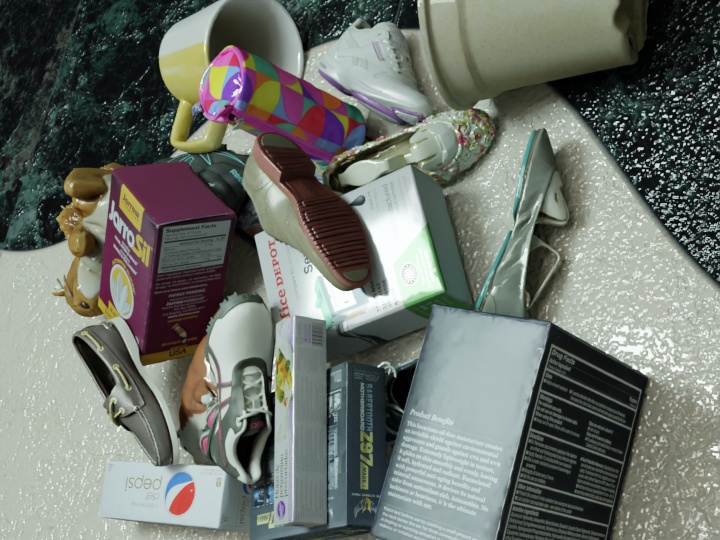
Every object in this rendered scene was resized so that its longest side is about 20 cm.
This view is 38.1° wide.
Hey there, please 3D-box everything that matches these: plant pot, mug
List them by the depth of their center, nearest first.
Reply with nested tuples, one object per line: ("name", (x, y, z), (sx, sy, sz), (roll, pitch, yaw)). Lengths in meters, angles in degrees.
("plant pot", (0.178, -0.262, 1.019), (0.183, 0.200, 0.201), (1, 74, 27))
("mug", (-0.188, -0.256, 1.310), (0.153, 0.150, 0.187), (5, 42, 47))

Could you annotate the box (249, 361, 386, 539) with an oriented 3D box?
("box", (-0.046, 0.192, 1.062), (0.200, 0.051, 0.158), (-30, 54, 52))

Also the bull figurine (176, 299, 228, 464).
("bull figurine", (-0.160, 0.122, 1.192), (0.121, 0.065, 0.201), (-9, 62, 59))

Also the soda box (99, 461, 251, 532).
("soda box", (-0.208, 0.258, 1.196), (0.199, 0.064, 0.068), (-6, 71, 37))

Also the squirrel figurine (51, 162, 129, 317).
("squirrel figurine", (-0.335, -0.038, 1.374), (0.200, 0.141, 0.187), (-121, 47, -64))

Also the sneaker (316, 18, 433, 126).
("sneaker", (0.024, -0.230, 1.179), (0.100, 0.075, 0.200), (-54, 44, 6))

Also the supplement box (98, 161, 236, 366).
("supplement box", (-0.232, -0.009, 1.234), (0.131, 0.103, 0.201), (44, 132, 40))

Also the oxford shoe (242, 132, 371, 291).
("oxford shoe", (-0.056, -0.048, 1.061), (0.200, 0.070, 0.075), (58, 133, 27))

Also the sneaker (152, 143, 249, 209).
("sneaker", (-0.195, -0.119, 1.327), (0.079, 0.076, 0.200), (-45, 34, -20))

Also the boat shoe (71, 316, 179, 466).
("boat shoe", (-0.266, 0.142, 1.186), (0.200, 0.059, 0.072), (58, 143, 25))

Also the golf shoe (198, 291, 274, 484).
("golf shoe", (-0.115, 0.122, 1.078), (0.088, 0.077, 0.201), (35, 125, 53))

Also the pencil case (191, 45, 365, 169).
("pencil case", (-0.084, -0.170, 1.134), (0.088, 0.200, 0.089), (-15, 69, 42))

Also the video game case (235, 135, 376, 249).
("video game case", (-0.051, -0.085, 1.223), (0.200, 0.025, 0.181), (33, 96, 40))

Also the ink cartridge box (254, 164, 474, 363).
("ink cartridge box", (0.000, 0.000, 1.093), (0.200, 0.084, 0.147), (-23, 68, 22))

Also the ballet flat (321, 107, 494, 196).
("ballet flat", (0.048, -0.116, 1.109), (0.199, 0.064, 0.076), (-22, 91, 17))

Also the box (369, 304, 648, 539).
("box", (0.132, 0.153, 0.881), (0.123, 0.200, 0.199), (10, 79, 40))

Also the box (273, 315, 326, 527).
("box", (-0.058, 0.144, 1.007), (0.039, 0.041, 0.201), (-26, 60, 52))

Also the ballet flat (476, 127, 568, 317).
("ballet flat", (0.171, -0.038, 1.021), (0.063, 0.067, 0.201), (17, 85, 13))

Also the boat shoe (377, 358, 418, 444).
("boat shoe", (0.048, 0.127, 1.044), (0.200, 0.062, 0.075), (-22, 69, 32))
